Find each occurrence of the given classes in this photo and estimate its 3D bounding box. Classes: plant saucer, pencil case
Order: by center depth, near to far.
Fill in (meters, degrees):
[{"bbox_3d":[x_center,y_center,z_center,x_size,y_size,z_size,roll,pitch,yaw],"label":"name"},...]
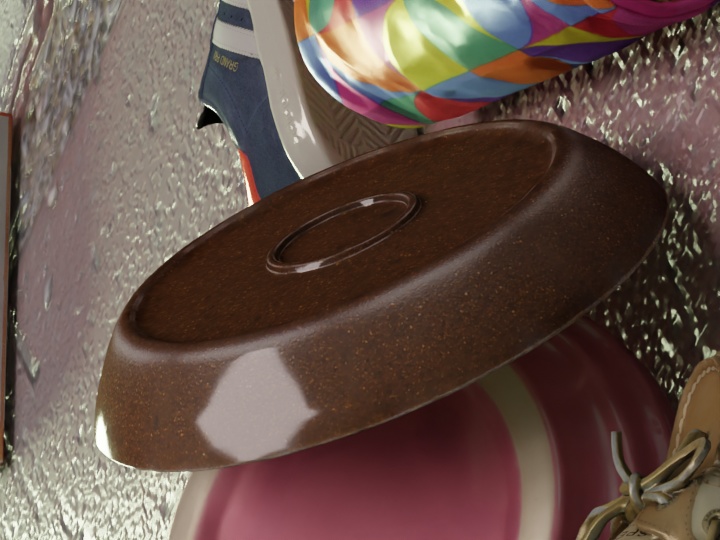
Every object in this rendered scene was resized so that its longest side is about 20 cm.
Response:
[{"bbox_3d":[0.010,0.093,0.950,0.201,0.051,0.201,-18,57,30],"label":"plant saucer"},{"bbox_3d":[0.000,0.000,0.960,0.200,0.200,0.034,13,130,65],"label":"plant saucer"},{"bbox_3d":[0.048,-0.106,1.014,0.200,0.088,0.088,-13,69,61],"label":"pencil case"}]

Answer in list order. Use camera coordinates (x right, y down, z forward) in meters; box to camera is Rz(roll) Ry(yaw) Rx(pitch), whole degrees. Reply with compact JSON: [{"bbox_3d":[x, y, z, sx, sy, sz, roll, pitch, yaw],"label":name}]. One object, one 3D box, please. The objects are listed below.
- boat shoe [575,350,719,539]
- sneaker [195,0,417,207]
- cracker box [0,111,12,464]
[{"bbox_3d":[0.085,0.103,0.836,0.073,0.063,0.200,116,169,-59],"label":"boat shoe"},{"bbox_3d":[-0.035,-0.100,1.188,0.085,0.075,0.200,-43,43,45],"label":"sneaker"},{"bbox_3d":[-0.232,0.028,1.568,0.134,0.058,0.200,-40,45,54],"label":"cracker box"}]
